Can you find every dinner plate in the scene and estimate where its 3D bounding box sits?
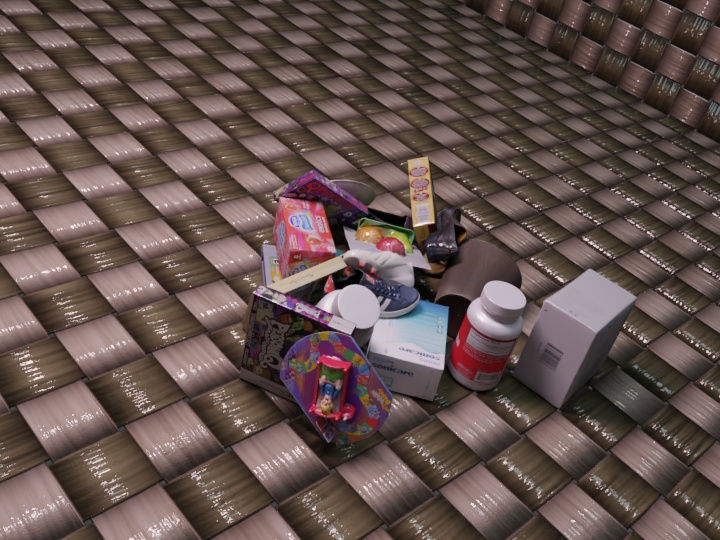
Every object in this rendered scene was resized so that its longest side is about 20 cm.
[{"bbox_3d":[-0.062,-0.157,1.848,0.198,0.200,0.025,1,68,-21],"label":"dinner plate"}]

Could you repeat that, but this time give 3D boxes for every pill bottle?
[{"bbox_3d":[-0.042,0.103,1.438,0.110,0.200,0.112,11,61,-21],"label":"pill bottle"},{"bbox_3d":[0.248,0.126,1.546,0.111,0.202,0.113,11,34,-8],"label":"pill bottle"}]

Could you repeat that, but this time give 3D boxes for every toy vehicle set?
[{"bbox_3d":[-0.128,0.047,1.535,0.198,0.125,0.027,-24,69,-29],"label":"toy vehicle set"}]

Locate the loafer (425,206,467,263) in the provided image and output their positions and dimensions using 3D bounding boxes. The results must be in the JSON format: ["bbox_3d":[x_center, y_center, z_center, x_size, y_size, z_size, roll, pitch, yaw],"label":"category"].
[{"bbox_3d":[0.204,-0.080,1.773,0.071,0.073,0.201,-3,34,23],"label":"loafer"}]

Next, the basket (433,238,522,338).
[{"bbox_3d":[0.242,0.047,1.721,0.179,0.137,0.200,30,40,7],"label":"basket"}]

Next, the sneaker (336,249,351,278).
[{"bbox_3d":[0.000,0.000,1.723,0.071,0.081,0.200,-21,49,-39],"label":"sneaker"}]

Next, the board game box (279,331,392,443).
[{"bbox_3d":[-0.046,0.201,1.311,0.201,0.157,0.039,55,23,-5],"label":"board game box"}]

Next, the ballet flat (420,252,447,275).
[{"bbox_3d":[0.236,-0.019,1.865,0.197,0.064,0.069,0,38,-23],"label":"ballet flat"}]

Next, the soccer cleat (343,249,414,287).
[{"bbox_3d":[0.037,-0.010,1.602,0.199,0.069,0.079,27,59,-43],"label":"soccer cleat"}]

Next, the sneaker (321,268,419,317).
[{"bbox_3d":[0.024,0.038,1.537,0.197,0.085,0.075,-4,35,-17],"label":"sneaker"}]

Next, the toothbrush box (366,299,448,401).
[{"bbox_3d":[0.090,0.143,1.556,0.145,0.086,0.201,14,33,-1],"label":"toothbrush box"}]

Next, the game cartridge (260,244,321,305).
[{"bbox_3d":[-0.141,0.016,1.685,0.132,0.041,0.201,9,35,-18],"label":"game cartridge"}]

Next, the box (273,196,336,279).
[{"bbox_3d":[-0.122,-0.062,1.686,0.098,0.096,0.201,4,36,-16],"label":"box"}]

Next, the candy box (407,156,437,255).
[{"bbox_3d":[0.151,-0.154,1.882,0.056,0.117,0.202,-9,56,8],"label":"candy box"}]

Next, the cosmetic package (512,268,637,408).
[{"bbox_3d":[0.434,0.135,1.611,0.122,0.201,0.199,34,38,25],"label":"cosmetic package"}]

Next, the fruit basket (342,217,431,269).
[{"bbox_3d":[0.053,-0.046,1.765,0.183,0.095,0.200,13,21,-11],"label":"fruit basket"}]

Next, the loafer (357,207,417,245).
[{"bbox_3d":[0.094,-0.108,1.930,0.197,0.064,0.072,8,33,-12],"label":"loafer"}]

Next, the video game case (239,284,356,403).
[{"bbox_3d":[-0.112,0.141,1.375,0.179,0.202,0.036,22,36,8],"label":"video game case"}]

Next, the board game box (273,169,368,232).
[{"bbox_3d":[-0.087,-0.150,1.784,0.199,0.119,0.033,29,41,-47],"label":"board game box"}]
